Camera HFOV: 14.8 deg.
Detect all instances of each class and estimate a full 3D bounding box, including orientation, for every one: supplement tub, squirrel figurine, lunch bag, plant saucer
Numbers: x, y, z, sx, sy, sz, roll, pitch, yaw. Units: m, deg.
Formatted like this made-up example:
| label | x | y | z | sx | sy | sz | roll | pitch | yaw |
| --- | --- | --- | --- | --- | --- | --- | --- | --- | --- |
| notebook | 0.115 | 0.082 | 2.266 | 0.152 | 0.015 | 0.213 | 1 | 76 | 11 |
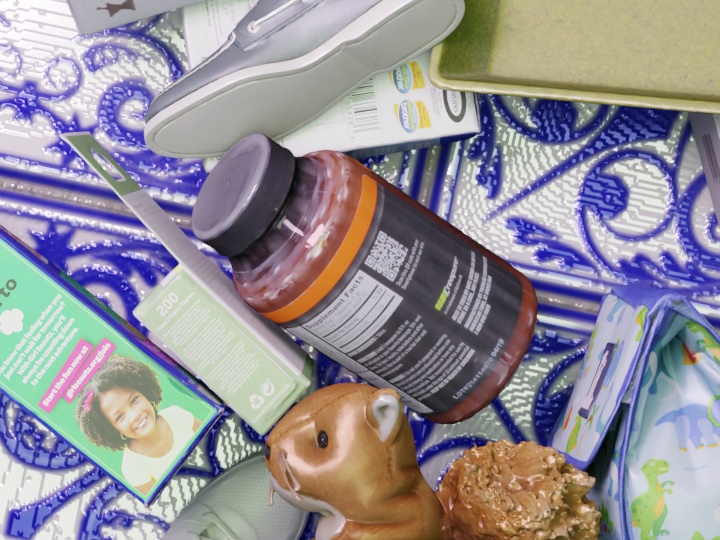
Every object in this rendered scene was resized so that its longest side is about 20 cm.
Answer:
| label | x | y | z | sx | sy | sz | roll | pitch | yaw |
| --- | --- | --- | --- | --- | --- | --- | --- | --- | --- |
| supplement tub | 0.000 | 0.000 | 1.611 | 0.200 | 0.107 | 0.107 | 34 | 90 | -25 |
| squirrel figurine | 0.035 | 0.151 | 1.561 | 0.199 | 0.142 | 0.187 | -9 | 86 | -2 |
| lunch bag | 0.181 | 0.108 | 1.618 | 0.127 | 0.170 | 0.201 | -8 | 92 | -5 |
| plant saucer | 0.155 | -0.176 | 1.613 | 0.199 | 0.048 | 0.200 | 6 | 67 | 14 |

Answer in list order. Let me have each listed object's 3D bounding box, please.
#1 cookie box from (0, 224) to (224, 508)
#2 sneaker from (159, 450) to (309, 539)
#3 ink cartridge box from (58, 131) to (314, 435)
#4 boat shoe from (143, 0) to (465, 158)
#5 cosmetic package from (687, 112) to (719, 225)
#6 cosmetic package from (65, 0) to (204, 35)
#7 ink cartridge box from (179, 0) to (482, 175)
| label | x | y | z | sx | sy | sz | roll | pitch | yaw |
| --- | --- | --- | --- | --- | --- | --- | --- | --- | --- |
| cookie box | -0.178 | 0.044 | 1.606 | 0.200 | 0.171 | 0.075 | 38 | 87 | -2 |
| sneaker | -0.103 | 0.190 | 1.639 | 0.074 | 0.116 | 0.200 | 43 | 88 | 0 |
| ink cartridge box | -0.110 | 0.005 | 1.619 | 0.200 | 0.146 | 0.048 | 43 | 93 | -2 |
| boat shoe | -0.038 | -0.129 | 1.591 | 0.200 | 0.073 | 0.062 | -27 | 60 | 8 |
| cosmetic package | 0.304 | -0.093 | 1.649 | 0.199 | 0.108 | 0.085 | -16 | 92 | 0 |
| cosmetic package | -0.118 | -0.273 | 1.569 | 0.164 | 0.165 | 0.201 | -17 | 63 | -1 |
| ink cartridge box | -0.004 | -0.135 | 1.654 | 0.199 | 0.076 | 0.137 | -9 | 91 | 1 |
